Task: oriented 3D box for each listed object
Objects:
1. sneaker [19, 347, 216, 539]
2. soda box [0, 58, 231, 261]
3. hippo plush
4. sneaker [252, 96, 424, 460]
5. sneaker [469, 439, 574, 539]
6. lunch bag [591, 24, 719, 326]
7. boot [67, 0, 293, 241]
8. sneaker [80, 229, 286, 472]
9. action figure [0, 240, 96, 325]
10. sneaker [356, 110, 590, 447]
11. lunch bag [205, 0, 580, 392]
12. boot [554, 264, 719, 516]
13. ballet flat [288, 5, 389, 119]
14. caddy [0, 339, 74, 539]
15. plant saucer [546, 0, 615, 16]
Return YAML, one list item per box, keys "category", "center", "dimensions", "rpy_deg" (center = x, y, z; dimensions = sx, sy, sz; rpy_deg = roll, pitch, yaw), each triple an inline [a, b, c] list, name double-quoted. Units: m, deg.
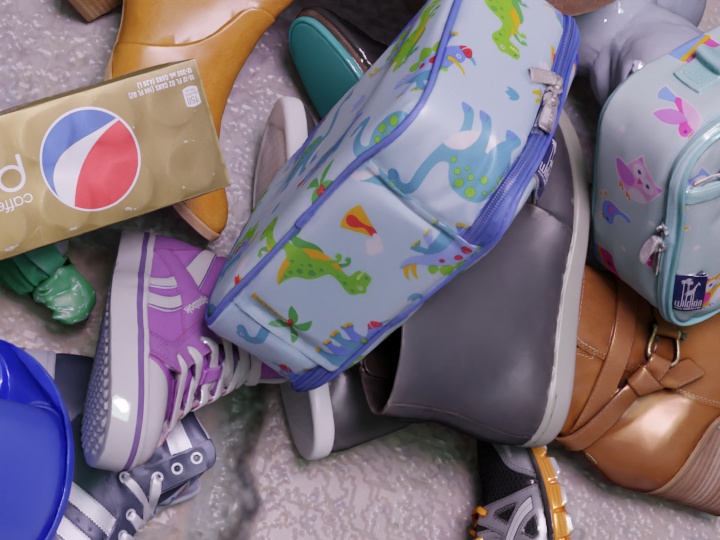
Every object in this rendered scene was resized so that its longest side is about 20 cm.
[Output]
- category: "sneaker"
  center: [-0.131, 0.139, 0.885]
  dimensions: [0.108, 0.070, 0.201]
  rpy_deg: [5, 70, -13]
- category: "soda box"
  center: [-0.170, -0.044, 0.848]
  dimensions: [0.199, 0.064, 0.068]
  rpy_deg: [-19, 101, -19]
- category: "hippo plush"
  center: [0.161, -0.111, 1.028]
  dimensions: [0.199, 0.160, 0.161]
  rpy_deg: [-13, 47, -34]
- category: "sneaker"
  center: [0.000, 0.000, 0.968]
  dimensions: [0.099, 0.071, 0.201]
  rpy_deg: [-5, 80, -21]
- category: "sneaker"
  center: [0.082, 0.173, 0.938]
  dimensions: [0.077, 0.078, 0.201]
  rpy_deg: [-9, 69, 2]
- category: "lunch bag"
  center: [0.213, -0.068, 0.906]
  dimensions: [0.199, 0.161, 0.077]
  rpy_deg: [-30, 57, -19]
- category: "boot"
  center: [-0.074, -0.132, 0.956]
  dimensions: [0.143, 0.071, 0.202]
  rpy_deg: [-28, 75, 6]
- category: "sneaker"
  center: [-0.076, 0.040, 0.870]
  dimensions: [0.114, 0.073, 0.201]
  rpy_deg: [14, 26, -8]
- category: "action figure"
  center: [-0.201, -0.057, 0.916]
  dimensions: [0.055, 0.118, 0.201]
  rpy_deg: [-33, 94, -34]
- category: "sneaker"
  center: [0.058, -0.012, 0.918]
  dimensions: [0.106, 0.075, 0.201]
  rpy_deg: [11, 69, -26]
- category: "lunch bag"
  center: [0.017, -0.047, 0.828]
  dimensions: [0.082, 0.200, 0.161]
  rpy_deg: [35, 41, -13]
- category: "boot"
  center: [0.177, 0.026, 0.994]
  dimensions: [0.155, 0.077, 0.201]
  rpy_deg: [27, 85, -21]
- category: "ballet flat"
  center: [0.030, -0.069, 1.001]
  dimensions: [0.068, 0.068, 0.201]
  rpy_deg: [-30, 95, -32]
- category: "caddy"
  center: [-0.226, 0.116, 0.823]
  dimensions: [0.141, 0.105, 0.200]
  rpy_deg: [38, 89, 30]
- category: "plant saucer"
  center: [0.061, -0.207, 0.950]
  dimensions: [0.199, 0.037, 0.201]
  rpy_deg: [10, 39, -8]
